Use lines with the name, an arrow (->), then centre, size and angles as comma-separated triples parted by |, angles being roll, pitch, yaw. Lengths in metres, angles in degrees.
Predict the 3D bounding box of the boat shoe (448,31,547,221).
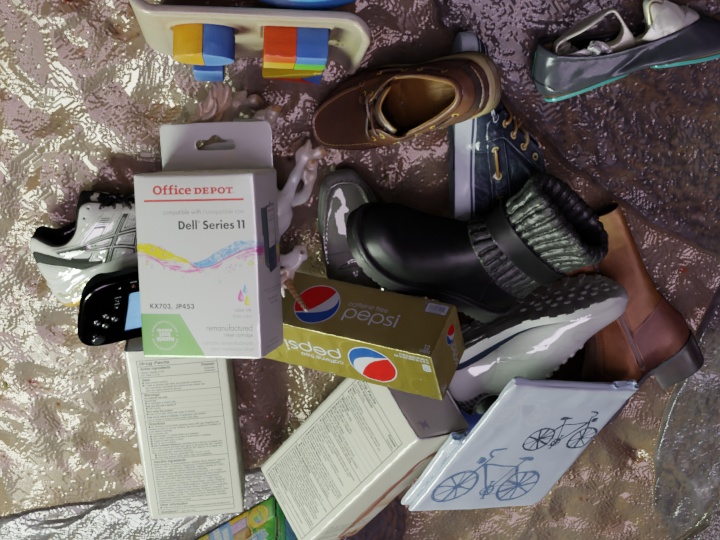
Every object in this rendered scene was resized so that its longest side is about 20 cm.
boat shoe -> 0.129, -0.131, 1.246 | 0.089, 0.071, 0.203 | -4, 123, -2

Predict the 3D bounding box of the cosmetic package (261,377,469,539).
cosmetic package -> 0.002, 0.179, 1.327 | 0.087, 0.104, 0.200 | -3, 145, -48

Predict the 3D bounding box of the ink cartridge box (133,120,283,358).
ink cartridge box -> -0.134, -0.028, 1.162 | 0.115, 0.067, 0.203 | -1, 97, 15

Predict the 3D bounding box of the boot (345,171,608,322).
boot -> 0.107, -0.036, 1.208 | 0.209, 0.080, 0.157 | 20, 144, -32

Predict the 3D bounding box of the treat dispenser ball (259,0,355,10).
treat dispenser ball -> -0.044, -0.313, 1.070 | 0.198, 0.202, 0.204 | -2, 116, -3

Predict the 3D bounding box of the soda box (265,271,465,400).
soda box -> -0.007, 0.057, 1.236 | 0.198, 0.064, 0.068 | 12, 144, 24

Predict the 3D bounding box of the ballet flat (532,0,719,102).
ballet flat -> 0.252, -0.212, 1.214 | 0.197, 0.073, 0.074 | -14, 116, 6

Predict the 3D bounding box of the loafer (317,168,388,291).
loafer -> 0.000, 0.000, 1.295 | 0.069, 0.070, 0.202 | -13, 116, 2

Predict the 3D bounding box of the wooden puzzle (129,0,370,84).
wooden puzzle -> -0.096, -0.191, 1.136 | 0.197, 0.185, 0.047 | 6, 89, -5

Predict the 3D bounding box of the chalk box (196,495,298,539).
chalk box -> -0.101, 0.340, 1.423 | 0.198, 0.124, 0.125 | -30, 113, 9

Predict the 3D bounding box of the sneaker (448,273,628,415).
sneaker -> 0.174, 0.071, 1.301 | 0.198, 0.077, 0.081 | -23, 108, 10

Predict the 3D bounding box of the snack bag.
snack bag -> 0.158, 0.169, 1.305 | 0.187, 0.022, 0.201 | 5, 132, -38

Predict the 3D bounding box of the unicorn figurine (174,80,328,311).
unicorn figurine -> -0.092, -0.073, 1.229 | 0.199, 0.074, 0.138 | 39, 76, -3

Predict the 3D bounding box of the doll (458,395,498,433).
doll -> 0.131, 0.132, 1.377 | 0.135, 0.048, 0.203 | 13, 115, 14

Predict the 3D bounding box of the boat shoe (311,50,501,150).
boat shoe -> 0.028, -0.149, 1.186 | 0.198, 0.067, 0.073 | -10, 100, 38

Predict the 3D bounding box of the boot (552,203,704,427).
boot -> 0.225, 0.055, 1.342 | 0.187, 0.069, 0.201 | -28, 109, 23

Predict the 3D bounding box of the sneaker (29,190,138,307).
sneaker -> -0.225, -0.046, 1.256 | 0.198, 0.076, 0.088 | -30, 110, 7

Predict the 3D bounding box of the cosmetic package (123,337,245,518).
cosmetic package -> -0.176, 0.149, 1.353 | 0.102, 0.073, 0.203 | -3, 115, -2

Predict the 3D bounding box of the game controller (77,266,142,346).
game controller -> -0.173, 0.022, 1.263 | 0.198, 0.043, 0.105 | -13, 158, -24
